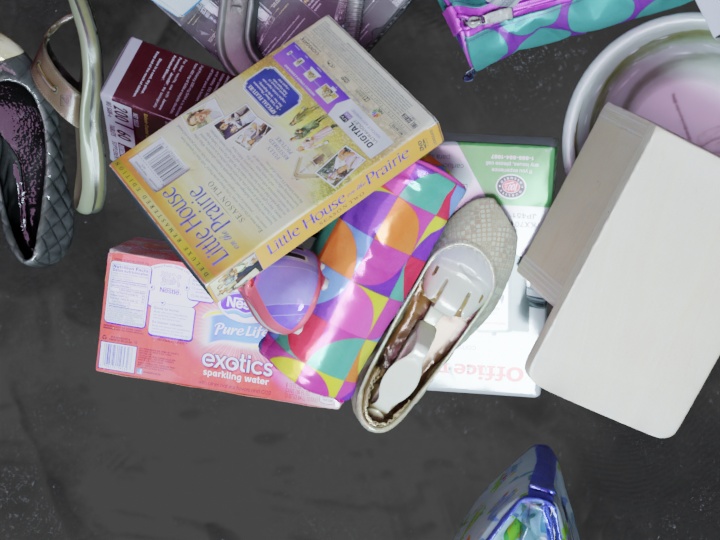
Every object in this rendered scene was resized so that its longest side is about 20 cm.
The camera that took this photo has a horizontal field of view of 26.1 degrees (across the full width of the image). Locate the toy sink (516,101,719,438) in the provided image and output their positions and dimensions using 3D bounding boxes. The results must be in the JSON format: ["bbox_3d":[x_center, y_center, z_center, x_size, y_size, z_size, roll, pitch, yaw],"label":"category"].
[{"bbox_3d":[0.201,-0.001,1.132,0.130,0.112,0.200,23,99,-17],"label":"toy sink"}]

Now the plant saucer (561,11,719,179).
[{"bbox_3d":[0.257,-0.100,1.205,0.200,0.050,0.200,1,100,6],"label":"plant saucer"}]

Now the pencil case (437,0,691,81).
[{"bbox_3d":[0.160,-0.215,1.175,0.200,0.092,0.085,-17,106,11],"label":"pencil case"}]

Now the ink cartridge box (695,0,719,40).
[{"bbox_3d":[0.299,-0.267,1.121,0.076,0.200,0.136,-22,99,44],"label":"ink cartridge box"}]

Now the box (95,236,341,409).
[{"bbox_3d":[-0.101,0.039,1.250,0.200,0.095,0.103,8,100,5],"label":"box"}]

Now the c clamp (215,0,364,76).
[{"bbox_3d":[-0.025,-0.224,1.180,0.171,0.027,0.200,14,99,4],"label":"c clamp"}]

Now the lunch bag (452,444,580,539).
[{"bbox_3d":[0.118,0.248,1.219,0.127,0.170,0.200,14,99,5],"label":"lunch bag"}]

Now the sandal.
[{"bbox_3d":[-0.234,-0.143,1.240,0.057,0.080,0.201,-2,100,-10],"label":"sandal"}]

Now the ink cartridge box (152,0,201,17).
[{"bbox_3d":[-0.149,-0.317,1.165,0.146,0.086,0.200,-40,69,11],"label":"ink cartridge box"}]

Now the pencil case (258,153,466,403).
[{"bbox_3d":[0.000,0.000,1.148,0.088,0.088,0.200,30,99,2],"label":"pencil case"}]

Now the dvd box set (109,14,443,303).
[{"bbox_3d":[-0.062,-0.083,1.107,0.200,0.029,0.146,-36,54,-9],"label":"dvd box set"}]

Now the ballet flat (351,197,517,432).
[{"bbox_3d":[0.058,0.039,1.162,0.067,0.062,0.200,29,103,-3],"label":"ballet flat"}]

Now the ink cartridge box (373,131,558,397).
[{"bbox_3d":[0.078,-0.006,1.226,0.147,0.083,0.200,3,101,7],"label":"ink cartridge box"}]

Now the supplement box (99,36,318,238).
[{"bbox_3d":[-0.097,-0.099,1.212,0.200,0.109,0.061,20,66,5],"label":"supplement box"}]

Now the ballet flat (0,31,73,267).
[{"bbox_3d":[-0.278,-0.100,1.268,0.066,0.057,0.200,-14,97,8],"label":"ballet flat"}]

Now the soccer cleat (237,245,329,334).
[{"bbox_3d":[-0.084,-0.013,1.132,0.076,0.200,0.067,25,103,-27],"label":"soccer cleat"}]

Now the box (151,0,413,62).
[{"bbox_3d":[-0.042,-0.236,1.220,0.158,0.050,0.200,41,102,0],"label":"box"}]

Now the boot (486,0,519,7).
[{"bbox_3d":[0.090,-0.277,1.125,0.096,0.200,0.074,25,134,-9],"label":"boot"}]
